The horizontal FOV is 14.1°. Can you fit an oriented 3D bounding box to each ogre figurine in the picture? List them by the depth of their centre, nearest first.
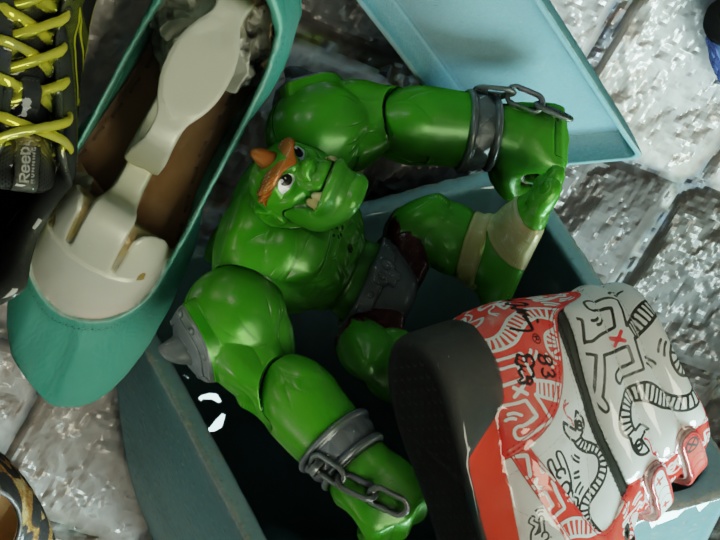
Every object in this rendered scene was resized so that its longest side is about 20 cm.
[{"bbox_3d":[0.000,0.000,1.126,0.120,0.098,0.200,23,79,0],"label":"ogre figurine"}]

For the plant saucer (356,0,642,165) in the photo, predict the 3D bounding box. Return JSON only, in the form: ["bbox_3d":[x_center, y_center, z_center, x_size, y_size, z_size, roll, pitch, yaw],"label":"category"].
[{"bbox_3d":[0.055,-0.087,1.161,0.070,0.019,0.200,-4,157,19],"label":"plant saucer"}]

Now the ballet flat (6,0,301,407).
[{"bbox_3d":[-0.086,-0.039,1.117,0.067,0.070,0.200,27,94,3],"label":"ballet flat"}]

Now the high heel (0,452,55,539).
[{"bbox_3d":[-0.164,0.116,1.150,0.071,0.143,0.200,-43,131,3],"label":"high heel"}]

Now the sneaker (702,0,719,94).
[{"bbox_3d":[0.231,-0.139,1.245,0.200,0.079,0.089,-40,134,0],"label":"sneaker"}]

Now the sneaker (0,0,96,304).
[{"bbox_3d":[-0.126,-0.072,1.084,0.074,0.085,0.200,2,120,-31],"label":"sneaker"}]

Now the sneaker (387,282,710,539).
[{"bbox_3d":[0.084,0.105,1.066,0.108,0.067,0.202,-17,99,-25],"label":"sneaker"}]

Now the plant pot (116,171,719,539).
[{"bbox_3d":[0.011,0.111,1.222,0.195,0.197,0.200,-14,138,-22],"label":"plant pot"}]
